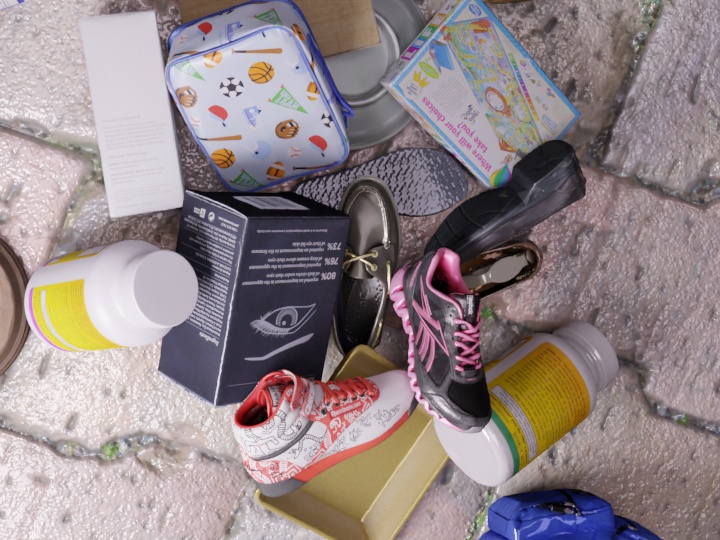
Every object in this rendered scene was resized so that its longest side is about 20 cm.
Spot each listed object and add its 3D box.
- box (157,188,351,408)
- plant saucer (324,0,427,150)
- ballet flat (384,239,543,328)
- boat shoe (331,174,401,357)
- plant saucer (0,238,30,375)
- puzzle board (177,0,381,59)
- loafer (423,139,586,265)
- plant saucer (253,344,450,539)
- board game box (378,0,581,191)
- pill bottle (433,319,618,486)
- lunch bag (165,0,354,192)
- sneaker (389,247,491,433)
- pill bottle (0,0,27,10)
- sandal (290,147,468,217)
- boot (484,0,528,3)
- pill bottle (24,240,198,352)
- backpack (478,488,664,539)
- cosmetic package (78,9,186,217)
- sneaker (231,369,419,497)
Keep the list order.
[{"bbox_3d":[-0.109,0.025,1.202,0.148,0.104,0.201,-2,109,-46],"label":"box"},{"bbox_3d":[-0.013,-0.230,1.268,0.199,0.050,0.201,-1,96,-10],"label":"plant saucer"},{"bbox_3d":[0.113,0.011,1.305,0.199,0.067,0.068,-24,99,-7],"label":"ballet flat"},{"bbox_3d":[0.003,0.000,1.261,0.072,0.060,0.202,6,111,5],"label":"boat shoe"},{"bbox_3d":[-0.447,0.039,1.227,0.199,0.029,0.201,-1,97,-10],"label":"plant saucer"},{"bbox_3d":[-0.091,-0.284,1.232,0.199,0.017,0.151,-13,84,5],"label":"puzzle board"},{"bbox_3d":[0.161,-0.054,1.277,0.200,0.073,0.072,-35,123,6],"label":"loafer"},{"bbox_3d":[-0.001,0.196,1.287,0.200,0.048,0.200,36,88,-34],"label":"plant saucer"},{"bbox_3d":[0.133,-0.188,1.279,0.135,0.034,0.200,-49,117,-3],"label":"board game box"},{"bbox_3d":[0.187,0.139,1.291,0.200,0.113,0.113,-33,101,-27],"label":"pill bottle"},{"bbox_3d":[-0.097,-0.175,1.196,0.160,0.076,0.200,-18,134,10],"label":"lunch bag"},{"bbox_3d":[0.093,0.065,1.193,0.079,0.095,0.201,0,60,-35],"label":"sneaker"},{"bbox_3d":[-0.382,-0.310,1.161,0.199,0.112,0.112,-23,99,-8],"label":"pill bottle"},{"bbox_3d":[0.018,-0.091,1.296,0.199,0.043,0.076,-8,90,0],"label":"sandal"},{"bbox_3d":[0.181,-0.370,1.248,0.200,0.072,0.155,-18,98,-42],"label":"boot"},{"bbox_3d":[-0.246,0.026,1.166,0.104,0.200,0.105,6,81,-40],"label":"pill bottle"},{"bbox_3d":[0.244,0.331,1.314,0.199,0.163,0.168,0,92,-9],"label":"backpack"},{"bbox_3d":[-0.233,-0.160,1.204,0.081,0.113,0.201,-11,96,-9],"label":"cosmetic package"},{"bbox_3d":[-0.033,0.134,1.174,0.201,0.067,0.108,-31,126,-14],"label":"sneaker"}]
